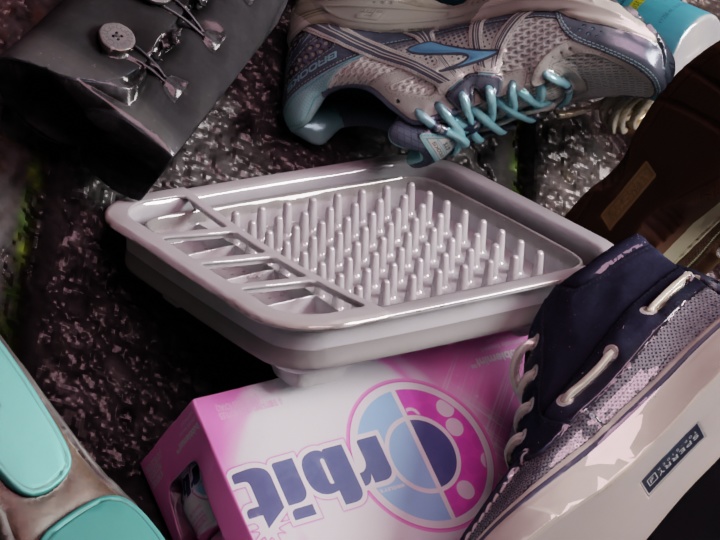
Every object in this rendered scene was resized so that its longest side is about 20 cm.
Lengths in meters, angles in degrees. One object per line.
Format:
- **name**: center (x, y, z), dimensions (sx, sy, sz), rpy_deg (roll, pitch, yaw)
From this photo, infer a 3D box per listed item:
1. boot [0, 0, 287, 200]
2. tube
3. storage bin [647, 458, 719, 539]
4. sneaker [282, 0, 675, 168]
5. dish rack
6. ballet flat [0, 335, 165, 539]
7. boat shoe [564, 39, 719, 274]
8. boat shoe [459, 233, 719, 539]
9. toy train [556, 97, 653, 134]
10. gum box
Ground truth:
- **boot**: center (-0.116, -0.145, 1.189), dimensions (0.164, 0.066, 0.200), rpy_deg (28, 56, 8)
- **tube**: center (0.090, -0.143, 1.281), dimensions (0.199, 0.051, 0.077), rpy_deg (28, 39, 29)
- **storage bin**: center (0.224, 0.093, 1.159), dimensions (0.134, 0.200, 0.145), rpy_deg (44, 49, 14)
- **sneaker**: center (0.054, -0.087, 1.207), dimensions (0.199, 0.078, 0.087), rpy_deg (4, 62, 23)
- **dish rack**: center (0.000, 0.000, 1.136), dimensions (0.199, 0.044, 0.171), rpy_deg (-12, 26, -33)
- **ballet flat**: center (-0.130, 0.105, 1.025), dimensions (0.068, 0.068, 0.201), rpy_deg (-26, 76, -36)
- **boat shoe**: center (0.171, -0.046, 1.208), dimensions (0.075, 0.202, 0.075), rpy_deg (9, 48, -42)
- **boat shoe**: center (0.089, 0.072, 1.073), dimensions (0.200, 0.075, 0.093), rpy_deg (-40, 51, -13)
- **toy train**: center (0.195, -0.052, 1.309), dimensions (0.199, 0.085, 0.116), rpy_deg (-20, 89, -31)
- **gum box**: center (0.008, 0.102, 1.104), dimensions (0.199, 0.066, 0.114), rpy_deg (-12, 67, -34)
